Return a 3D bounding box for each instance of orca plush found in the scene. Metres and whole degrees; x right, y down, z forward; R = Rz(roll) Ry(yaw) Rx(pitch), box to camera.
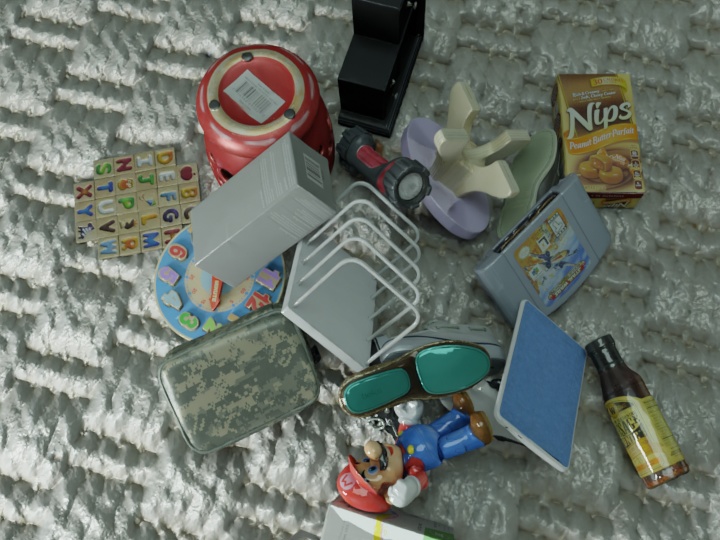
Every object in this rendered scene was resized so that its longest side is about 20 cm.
[{"bbox_3d":[0.192,0.174,1.087,0.195,0.107,0.072,14,32,0],"label":"orca plush"}]

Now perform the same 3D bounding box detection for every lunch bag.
[{"bbox_3d":[-0.152,0.130,1.067,0.197,0.168,0.142,-25,98,-5],"label":"lunch bag"}]

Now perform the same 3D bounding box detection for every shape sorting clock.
[{"bbox_3d":[-0.205,0.010,1.180,0.195,0.039,0.205,0,70,1],"label":"shape sorting clock"}]

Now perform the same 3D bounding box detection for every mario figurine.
[{"bbox_3d":[0.058,0.211,0.976,0.197,0.124,0.107,-29,84,-10],"label":"mario figurine"}]

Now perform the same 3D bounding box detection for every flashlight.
[{"bbox_3d":[0.029,-0.156,1.168,0.067,0.069,0.200,-25,37,-13],"label":"flashlight"}]

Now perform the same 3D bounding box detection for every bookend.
[{"bbox_3d":[0.031,-0.347,1.220,0.090,0.201,0.202,15,69,8],"label":"bookend"}]

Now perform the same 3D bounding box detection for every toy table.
[{"bbox_3d":[0.147,-0.162,1.161,0.182,0.117,0.202,-21,74,-43],"label":"toy table"}]

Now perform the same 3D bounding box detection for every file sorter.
[{"bbox_3d":[0.000,0.000,1.057,0.138,0.124,0.202,40,28,-21],"label":"file sorter"}]

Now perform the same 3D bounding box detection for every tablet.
[{"bbox_3d":[0.238,0.145,1.060,0.129,0.014,0.202,38,47,-15],"label":"tablet"}]

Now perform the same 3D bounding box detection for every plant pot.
[{"bbox_3d":[-0.137,-0.214,1.189,0.195,0.183,0.205,0,67,0],"label":"plant pot"}]

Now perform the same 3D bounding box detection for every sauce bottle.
[{"bbox_3d":[0.361,0.185,1.079,0.065,0.066,0.203,-22,68,-6],"label":"sauce bottle"}]

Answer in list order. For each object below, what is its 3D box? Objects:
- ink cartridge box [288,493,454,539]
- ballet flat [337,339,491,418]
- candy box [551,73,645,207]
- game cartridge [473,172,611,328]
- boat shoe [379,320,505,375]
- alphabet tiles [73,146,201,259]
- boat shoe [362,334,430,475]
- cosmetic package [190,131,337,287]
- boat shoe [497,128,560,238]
[{"bbox_3d":[0.015,0.329,1.004,0.196,0.117,0.069,15,84,7],"label":"ink cartridge box"},{"bbox_3d":[0.064,0.130,1.010,0.195,0.065,0.072,-11,90,-8],"label":"ballet flat"},{"bbox_3d":[0.356,-0.197,1.226,0.112,0.055,0.205,0,70,1],"label":"candy box"},{"bbox_3d":[0.260,-0.020,1.133,0.200,0.041,0.134,-44,111,-9],"label":"game cartridge"},{"bbox_3d":[0.105,0.103,1.094,0.197,0.074,0.068,10,46,-33],"label":"boat shoe"},{"bbox_3d":[-0.342,-0.105,1.247,0.195,0.006,0.170,-10,69,-2],"label":"alphabet tiles"},{"bbox_3d":[0.036,0.185,1.085,0.067,0.074,0.203,-16,69,-8],"label":"boat shoe"},{"bbox_3d":[-0.135,-0.079,1.098,0.198,0.090,0.109,-34,48,26],"label":"cosmetic package"},{"bbox_3d":[0.256,-0.114,1.199,0.071,0.060,0.204,-2,57,45],"label":"boat shoe"}]
